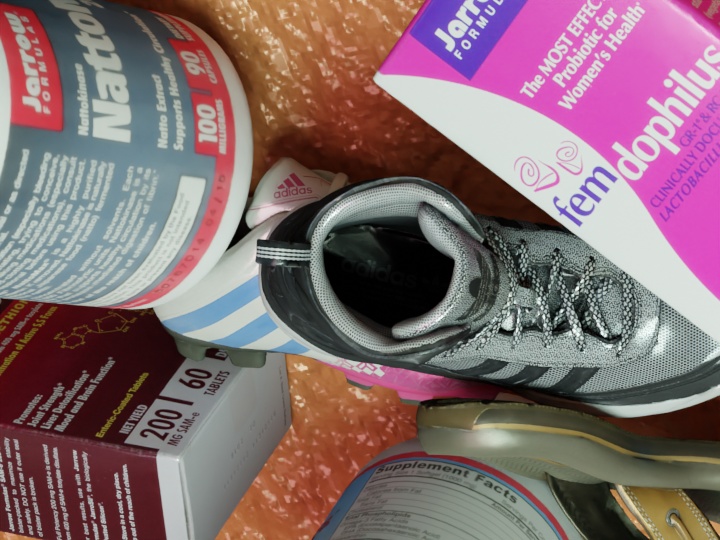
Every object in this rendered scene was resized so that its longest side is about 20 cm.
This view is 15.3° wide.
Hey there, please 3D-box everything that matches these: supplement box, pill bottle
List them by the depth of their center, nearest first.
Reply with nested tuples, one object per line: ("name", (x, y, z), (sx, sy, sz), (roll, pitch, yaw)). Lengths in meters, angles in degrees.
("supplement box", (0.122, -0.062, 0.949), (0.200, 0.103, 0.101), (37, 127, 2))
("pill bottle", (-0.147, -0.051, 1.002), (0.119, 0.200, 0.120), (-5, 83, 41))
("pill bottle", (0.026, 0.135, 1.055), (0.108, 0.200, 0.109), (12, 124, 18))
("supplement box", (-0.142, 0.057, 1.145), (0.199, 0.109, 0.061), (8, 124, 20))

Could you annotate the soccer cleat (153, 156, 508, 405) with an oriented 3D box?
("soccer cleat", (0.000, 0.000, 1.065), (0.199, 0.070, 0.087), (5, 122, 23))

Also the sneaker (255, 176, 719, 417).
("sneaker", (0.057, 0.011, 0.970), (0.199, 0.114, 0.076), (7, 87, 4))

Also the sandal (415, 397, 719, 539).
("sandal", (0.109, 0.091, 1.030), (0.199, 0.055, 0.082), (16, 167, -30))
